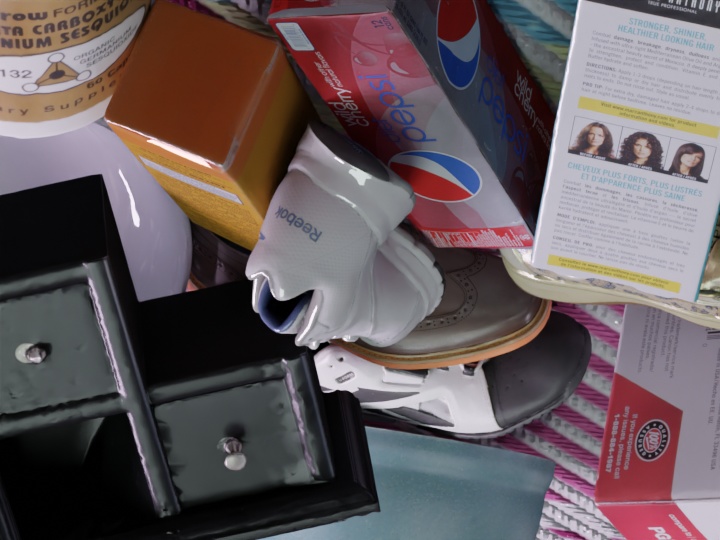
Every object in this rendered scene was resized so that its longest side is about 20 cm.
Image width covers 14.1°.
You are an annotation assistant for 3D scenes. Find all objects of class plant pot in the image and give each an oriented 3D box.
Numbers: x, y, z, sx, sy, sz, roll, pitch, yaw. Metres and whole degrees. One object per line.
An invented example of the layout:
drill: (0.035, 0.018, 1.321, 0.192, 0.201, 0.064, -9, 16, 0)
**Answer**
plant pot: (0.004, 0.161, 1.667, 0.200, 0.135, 0.200, 8, 175, 1)

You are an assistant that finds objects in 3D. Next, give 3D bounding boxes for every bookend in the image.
bookend: (-0.108, 0.042, 1.458, 0.199, 0.092, 0.199, -12, 125, 0)

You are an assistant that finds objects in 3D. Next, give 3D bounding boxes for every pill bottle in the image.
pill bottle: (-0.145, -0.153, 1.251, 0.114, 0.115, 0.200, 12, 151, 2)

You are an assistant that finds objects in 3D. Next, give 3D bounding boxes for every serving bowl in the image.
serving bowl: (-0.191, -0.016, 1.509, 0.199, 0.066, 0.201, -9, 125, -13)

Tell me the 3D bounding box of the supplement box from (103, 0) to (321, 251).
supplement box: (-0.061, -0.061, 1.368, 0.069, 0.067, 0.200, 21, 171, 14)

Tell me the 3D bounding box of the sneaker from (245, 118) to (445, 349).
sneaker: (-0.016, -0.001, 1.387, 0.074, 0.087, 0.200, 34, 170, 21)

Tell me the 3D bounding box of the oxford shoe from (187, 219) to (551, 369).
oxford shoe: (0.000, 0.000, 1.518, 0.199, 0.071, 0.073, 7, 146, 11)

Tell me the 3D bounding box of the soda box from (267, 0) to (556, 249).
soda box: (0.029, -0.089, 1.342, 0.063, 0.070, 0.200, -1, 149, 25)

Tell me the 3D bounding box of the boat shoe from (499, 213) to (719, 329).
boat shoe: (0.155, -0.016, 1.419, 0.199, 0.073, 0.063, 0, 152, 24)

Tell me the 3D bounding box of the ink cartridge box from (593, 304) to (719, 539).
ink cartridge box: (0.231, 0.066, 1.458, 0.200, 0.147, 0.083, -5, 148, 31)

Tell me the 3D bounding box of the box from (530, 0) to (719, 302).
box: (0.130, -0.075, 1.304, 0.082, 0.049, 0.200, 13, 139, 4)

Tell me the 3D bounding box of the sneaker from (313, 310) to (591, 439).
sneaker: (0.024, 0.042, 1.576, 0.199, 0.074, 0.089, -4, 149, 27)
